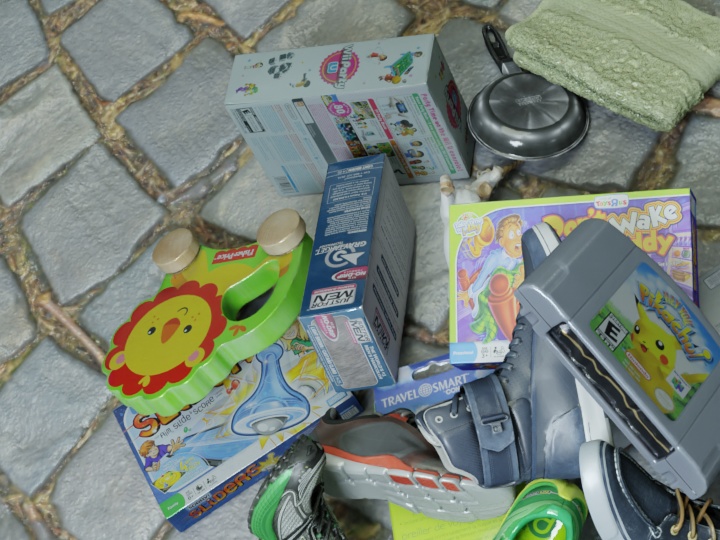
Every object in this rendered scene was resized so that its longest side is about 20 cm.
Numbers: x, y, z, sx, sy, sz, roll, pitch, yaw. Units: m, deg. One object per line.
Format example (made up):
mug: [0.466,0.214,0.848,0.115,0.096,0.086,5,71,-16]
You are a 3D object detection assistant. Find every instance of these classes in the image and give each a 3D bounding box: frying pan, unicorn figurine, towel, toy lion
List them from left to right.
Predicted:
toy lion: [-0.141,0.046,1.545,0.200,0.069,0.192,-10,46,32]
unicorn figurine: [0.101,-0.035,1.505,0.074,0.137,0.201,11,77,5]
frying pan: [0.163,-0.177,1.609,0.115,0.031,0.190,5,50,7]
towel: [0.249,-0.213,1.578,0.200,0.037,0.148,34,65,31]

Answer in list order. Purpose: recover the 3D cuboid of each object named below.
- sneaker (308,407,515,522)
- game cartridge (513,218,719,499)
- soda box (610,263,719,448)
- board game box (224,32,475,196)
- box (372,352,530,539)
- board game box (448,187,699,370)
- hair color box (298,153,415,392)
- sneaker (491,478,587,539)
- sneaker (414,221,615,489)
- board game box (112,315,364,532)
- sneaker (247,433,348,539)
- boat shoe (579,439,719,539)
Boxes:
sneaker: [0.039,0.147,1.381,0.199,0.077,0.082,8,58,27]
game cartridge: [0.211,0.058,1.253,0.040,0.200,0.133,-41,1,39]
soda box: [0.243,0.082,1.397,0.200,0.068,0.064,-34,56,0]
board game box: [-0.007,-0.144,1.592,0.199,0.148,0.064,-3,57,20]
box: [0.082,0.168,1.423,0.122,0.048,0.200,-17,55,12]
board game box: [0.173,0.009,1.372,0.199,0.045,0.135,-4,78,17]
hair color box: [0.000,0.000,1.500,0.060,0.100,0.200,-10,42,17]
sneaker: [0.110,0.252,1.306,0.074,0.084,0.200,25,100,6]
sneaker: [0.107,0.069,1.305,0.146,0.077,0.203,-10,77,3]
board game box: [-0.113,0.128,1.536,0.200,0.034,0.135,-34,54,-1]
sneaker: [-0.038,0.212,1.367,0.085,0.200,0.078,20,46,20]
boat shoe: [0.237,0.186,1.252,0.091,0.200,0.071,-18,39,24]
